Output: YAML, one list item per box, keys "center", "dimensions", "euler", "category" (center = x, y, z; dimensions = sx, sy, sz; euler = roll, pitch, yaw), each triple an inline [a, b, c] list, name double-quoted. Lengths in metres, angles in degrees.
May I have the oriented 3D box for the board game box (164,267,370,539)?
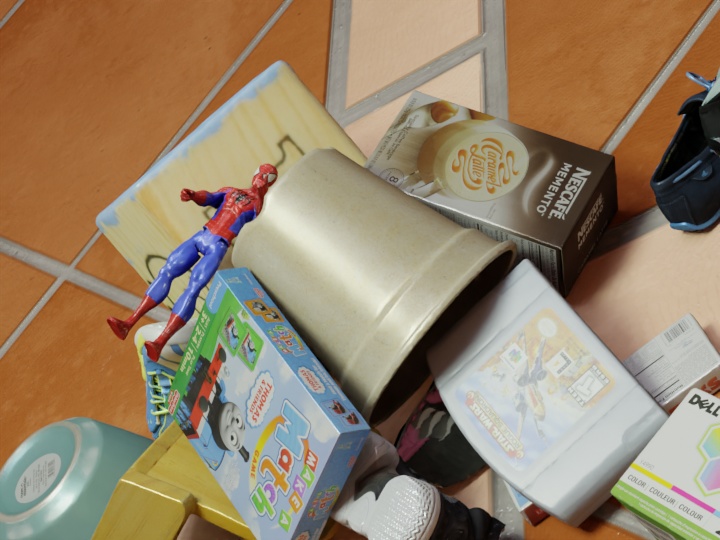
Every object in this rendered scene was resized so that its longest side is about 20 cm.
- center: [-0.080, 0.119, 1.577]
  dimensions: [0.200, 0.037, 0.151]
  euler: [49, 130, 35]
  category: "board game box"

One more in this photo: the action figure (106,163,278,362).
- center: [-0.136, -0.027, 1.645]
  dimensions: [0.065, 0.099, 0.200]
  euler: [31, 68, 19]
  category: "action figure"

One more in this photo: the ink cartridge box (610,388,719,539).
- center: [0.298, 0.125, 1.371]
  dimensions: [0.200, 0.076, 0.148]
  euler: [-51, 33, -8]
  category: "ink cartridge box"

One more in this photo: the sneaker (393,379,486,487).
- center: [0.098, 0.097, 1.645]
  dimensions: [0.200, 0.080, 0.086]
  euler: [-51, 11, -9]
  category: "sneaker"

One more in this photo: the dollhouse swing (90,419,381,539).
- center: [-0.103, 0.203, 1.709]
  dimensions: [0.200, 0.176, 0.182]
  euler: [-49, -10, -48]
  category: "dollhouse swing"

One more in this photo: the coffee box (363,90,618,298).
- center: [0.113, -0.069, 1.703]
  dimensions: [0.200, 0.080, 0.114]
  euler: [20, 60, 22]
  category: "coffee box"

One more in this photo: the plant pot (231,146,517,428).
- center: [0.000, 0.000, 1.633]
  dimensions: [0.200, 0.183, 0.200]
  euler: [-48, -12, -13]
  category: "plant pot"

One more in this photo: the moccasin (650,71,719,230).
- center: [0.308, -0.127, 1.652]
  dimensions: [0.080, 0.068, 0.200]
  euler: [-9, 45, 45]
  category: "moccasin"

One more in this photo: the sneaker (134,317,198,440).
- center: [-0.167, 0.103, 1.796]
  dimensions: [0.076, 0.105, 0.200]
  euler: [-7, -7, -7]
  category: "sneaker"

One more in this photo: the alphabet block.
- center: [-0.100, -0.047, 1.816]
  dimensions: [0.196, 0.200, 0.195]
  euler: [-43, 7, -18]
  category: "alphabet block"

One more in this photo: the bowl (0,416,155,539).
- center: [-0.280, 0.221, 1.872]
  dimensions: [0.201, 0.105, 0.201]
  euler: [-29, 34, 22]
  category: "bowl"

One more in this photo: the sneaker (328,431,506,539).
- center: [0.045, 0.197, 1.540]
  dimensions: [0.076, 0.114, 0.200]
  euler: [-57, 22, 0]
  category: "sneaker"

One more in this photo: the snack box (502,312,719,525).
- center: [0.199, 0.117, 1.536]
  dimensions: [0.200, 0.024, 0.072]
  euler: [-38, 35, 9]
  category: "snack box"

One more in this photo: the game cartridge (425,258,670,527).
- center: [0.142, 0.099, 1.527]
  dimensions: [0.133, 0.042, 0.200]
  euler: [-41, 55, 2]
  category: "game cartridge"

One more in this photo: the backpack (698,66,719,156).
- center: [0.375, -0.139, 1.536]
  dimensions: [0.200, 0.167, 0.127]
  euler: [-18, 20, 39]
  category: "backpack"
